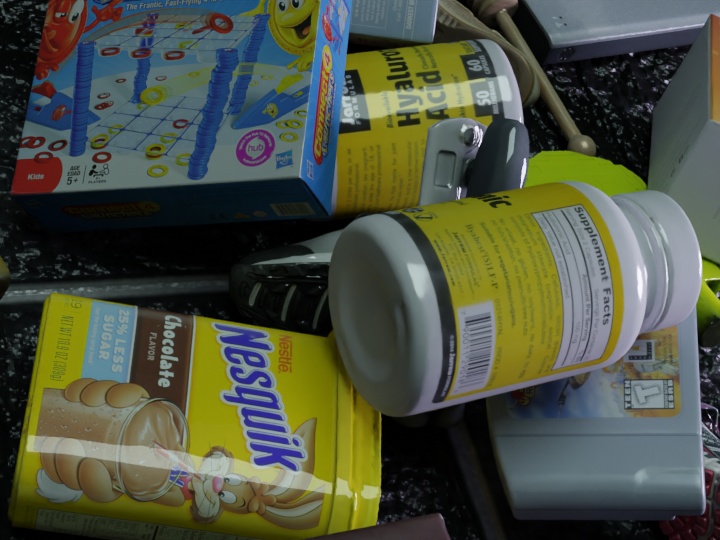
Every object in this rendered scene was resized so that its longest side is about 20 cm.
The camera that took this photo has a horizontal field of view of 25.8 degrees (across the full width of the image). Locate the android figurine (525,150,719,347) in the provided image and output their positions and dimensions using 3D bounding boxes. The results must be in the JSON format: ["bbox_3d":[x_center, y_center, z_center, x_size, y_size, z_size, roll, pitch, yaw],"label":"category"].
[{"bbox_3d":[0.175,-0.019,1.118,0.181,0.041,0.200,-6,43,-35],"label":"android figurine"}]

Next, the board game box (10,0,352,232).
[{"bbox_3d":[-0.110,-0.128,1.007,0.198,0.056,0.197,-3,65,18],"label":"board game box"}]

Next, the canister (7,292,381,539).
[{"bbox_3d":[-0.094,0.093,0.908,0.198,0.087,0.149,10,49,-11],"label":"canister"}]

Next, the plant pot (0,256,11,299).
[{"bbox_3d":[-0.304,-0.021,0.864,0.189,0.201,0.201,48,50,0],"label":"plant pot"}]

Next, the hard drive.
[{"bbox_3d":[0.205,-0.242,1.338,0.199,0.033,0.140,-11,57,-29],"label":"hard drive"}]

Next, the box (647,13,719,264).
[{"bbox_3d":[0.290,-0.090,1.166,0.124,0.098,0.200,25,32,-3],"label":"box"}]

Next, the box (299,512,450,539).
[{"bbox_3d":[-0.020,0.253,0.747,0.165,0.165,0.201,-7,54,-25],"label":"box"}]

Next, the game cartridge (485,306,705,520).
[{"bbox_3d":[0.144,0.060,0.975,0.132,0.042,0.201,1,54,7],"label":"game cartridge"}]

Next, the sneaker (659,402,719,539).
[{"bbox_3d":[0.215,0.122,1.005,0.200,0.081,0.075,41,47,16],"label":"sneaker"}]

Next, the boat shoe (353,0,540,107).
[{"bbox_3d":[0.050,-0.182,1.215,0.200,0.071,0.064,38,13,12],"label":"boat shoe"}]

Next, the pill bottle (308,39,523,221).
[{"bbox_3d":[0.003,-0.093,1.074,0.198,0.112,0.112,-9,54,-12],"label":"pill bottle"}]

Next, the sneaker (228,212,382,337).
[{"bbox_3d":[0.000,0.000,1.039,0.199,0.074,0.080,-5,44,-32],"label":"sneaker"}]

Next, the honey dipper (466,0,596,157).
[{"bbox_3d":[0.135,-0.164,1.248,0.038,0.038,0.201,-12,61,-29],"label":"honey dipper"}]

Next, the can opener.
[{"bbox_3d":[0.057,0.001,0.982,0.052,0.202,0.066,6,8,-30],"label":"can opener"}]

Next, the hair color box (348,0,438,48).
[{"bbox_3d":[-0.043,-0.201,1.131,0.198,0.061,0.099,7,4,1],"label":"hair color box"}]

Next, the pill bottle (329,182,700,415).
[{"bbox_3d":[0.092,0.010,0.898,0.199,0.112,0.112,-10,56,-26],"label":"pill bottle"}]
